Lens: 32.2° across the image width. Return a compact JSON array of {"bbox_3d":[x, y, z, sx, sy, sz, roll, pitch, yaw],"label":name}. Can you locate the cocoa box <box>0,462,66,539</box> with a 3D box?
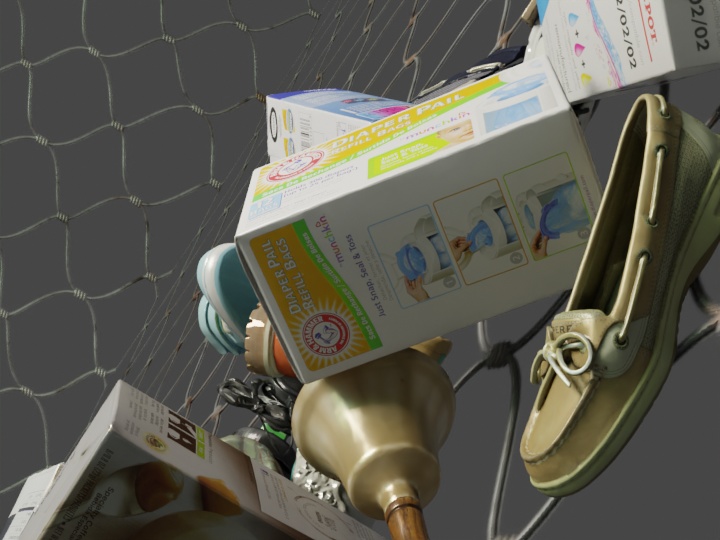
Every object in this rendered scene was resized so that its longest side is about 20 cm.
[{"bbox_3d":[-0.148,0.232,0.804,0.132,0.199,0.133,-64,14,-22],"label":"cocoa box"}]

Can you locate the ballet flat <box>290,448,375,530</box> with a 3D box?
[{"bbox_3d":[-0.010,0.130,0.838,0.072,0.071,0.201,-52,16,25],"label":"ballet flat"}]

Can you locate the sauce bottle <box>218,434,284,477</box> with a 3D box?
[{"bbox_3d":[-0.076,0.170,0.849,0.201,0.064,0.065,89,-155,-64],"label":"sauce bottle"}]

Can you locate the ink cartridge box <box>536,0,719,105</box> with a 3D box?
[{"bbox_3d":[0.168,-0.166,0.710,0.200,0.067,0.117,180,78,-75],"label":"ink cartridge box"}]

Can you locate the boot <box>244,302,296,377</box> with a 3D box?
[{"bbox_3d":[-0.005,0.047,1.003,0.200,0.106,0.076,-32,-56,-67],"label":"boot"}]

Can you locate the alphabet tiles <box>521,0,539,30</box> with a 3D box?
[{"bbox_3d":[0.180,-0.252,0.875,0.201,0.008,0.167,-58,-18,10],"label":"alphabet tiles"}]

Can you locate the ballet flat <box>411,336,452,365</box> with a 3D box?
[{"bbox_3d":[0.000,0.000,0.902,0.063,0.201,0.068,-43,-24,17],"label":"ballet flat"}]

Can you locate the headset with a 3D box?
[{"bbox_3d":[-0.080,0.127,1.033,0.124,0.093,0.200,-61,2,-13],"label":"headset"}]

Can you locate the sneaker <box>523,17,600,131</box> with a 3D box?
[{"bbox_3d":[0.135,-0.108,0.860,0.201,0.073,0.080,-57,26,25],"label":"sneaker"}]

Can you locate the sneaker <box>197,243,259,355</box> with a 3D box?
[{"bbox_3d":[-0.107,0.031,1.068,0.129,0.200,0.080,5,70,32],"label":"sneaker"}]

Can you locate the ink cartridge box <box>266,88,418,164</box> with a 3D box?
[{"bbox_3d":[-0.014,-0.072,1.014,0.199,0.076,0.138,22,117,54],"label":"ink cartridge box"}]

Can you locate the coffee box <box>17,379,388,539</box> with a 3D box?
[{"bbox_3d":[-0.082,0.168,0.701,0.115,0.199,0.080,-56,14,7],"label":"coffee box"}]

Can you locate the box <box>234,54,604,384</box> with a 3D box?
[{"bbox_3d":[0.038,-0.031,0.730,0.198,0.102,0.113,-21,22,9],"label":"box"}]

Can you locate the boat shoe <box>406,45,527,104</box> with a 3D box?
[{"bbox_3d":[0.073,-0.121,1.047,0.199,0.075,0.093,-18,20,51],"label":"boat shoe"}]

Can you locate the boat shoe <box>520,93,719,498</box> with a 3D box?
[{"bbox_3d":[0.121,0.011,0.608,0.202,0.063,0.073,-61,13,-11],"label":"boat shoe"}]

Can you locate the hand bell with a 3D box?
[{"bbox_3d":[0.027,0.139,0.683,0.104,0.103,0.201,-53,27,19],"label":"hand bell"}]
